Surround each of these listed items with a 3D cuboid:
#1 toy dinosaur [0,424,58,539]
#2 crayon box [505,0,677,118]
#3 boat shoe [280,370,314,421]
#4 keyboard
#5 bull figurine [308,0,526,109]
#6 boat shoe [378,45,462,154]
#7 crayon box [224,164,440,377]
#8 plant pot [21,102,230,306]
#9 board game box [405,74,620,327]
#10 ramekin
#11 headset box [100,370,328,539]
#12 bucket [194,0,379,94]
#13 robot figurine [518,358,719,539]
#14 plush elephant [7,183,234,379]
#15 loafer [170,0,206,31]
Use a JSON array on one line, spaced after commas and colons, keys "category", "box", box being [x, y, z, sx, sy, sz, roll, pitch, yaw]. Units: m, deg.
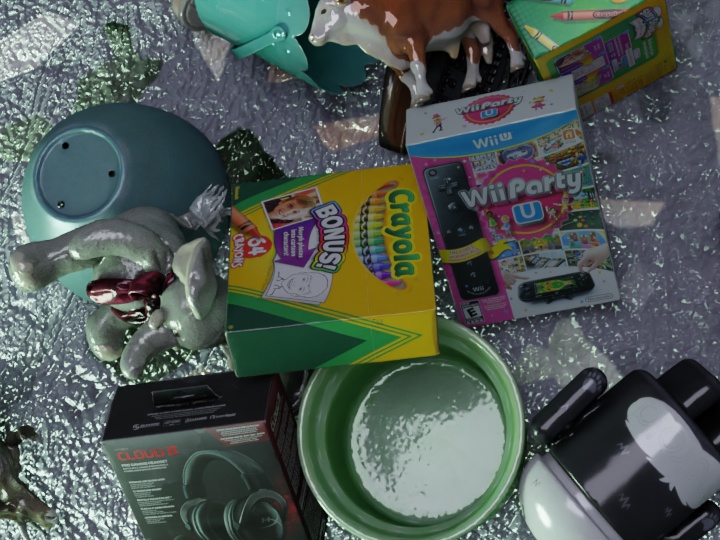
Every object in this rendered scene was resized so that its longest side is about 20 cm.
[{"category": "toy dinosaur", "box": [-0.358, 0.167, 1.520, 0.200, 0.077, 0.103, 45, 125, 32]}, {"category": "crayon box", "box": [0.204, -0.201, 1.390, 0.119, 0.200, 0.058, -28, 73, 7]}, {"category": "boat shoe", "box": [-0.071, 0.041, 1.484, 0.068, 0.057, 0.201, -5, 77, 13]}, {"category": "keyboard", "box": [0.123, -0.207, 1.469, 0.104, 0.040, 0.201, 22, 83, -27]}, {"category": "bull figurine", "box": [0.053, -0.207, 1.395, 0.200, 0.065, 0.122, -22, 90, -31]}, {"category": "boat shoe", "box": [0.069, -0.205, 1.495, 0.074, 0.076, 0.201, 16, 85, 4]}, {"category": "crayon box", "box": [-0.024, -0.005, 1.379, 0.172, 0.058, 0.200, -7, 41, 4]}, {"category": "plant pot", "box": [-0.238, -0.074, 1.513, 0.199, 0.135, 0.201, -3, 77, 14]}, {"category": "board game box", "box": [0.132, -0.056, 1.384, 0.147, 0.200, 0.064, -11, 34, 12]}, {"category": "ramekin", "box": [0.052, 0.144, 1.408, 0.199, 0.098, 0.201, -3, 77, 14]}, {"category": "headset box", "box": [-0.125, 0.173, 1.398, 0.148, 0.200, 0.077, -8, 36, 12]}, {"category": "bucket", "box": [-0.048, -0.273, 1.474, 0.134, 0.207, 0.208, 25, 85, 22]}, {"category": "robot figurine", "box": [0.226, 0.163, 1.348, 0.200, 0.125, 0.150, -41, 66, 3]}, {"category": "plush elephant", "box": [-0.174, 0.027, 1.407, 0.200, 0.165, 0.155, -32, 48, -3]}, {"category": "loafer", "box": [-0.115, -0.319, 1.577, 0.200, 0.072, 0.063, -46, 54, -5]}]
